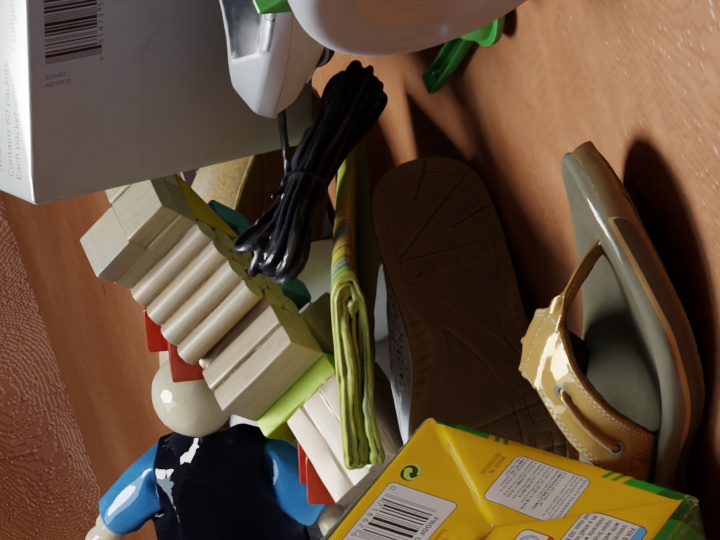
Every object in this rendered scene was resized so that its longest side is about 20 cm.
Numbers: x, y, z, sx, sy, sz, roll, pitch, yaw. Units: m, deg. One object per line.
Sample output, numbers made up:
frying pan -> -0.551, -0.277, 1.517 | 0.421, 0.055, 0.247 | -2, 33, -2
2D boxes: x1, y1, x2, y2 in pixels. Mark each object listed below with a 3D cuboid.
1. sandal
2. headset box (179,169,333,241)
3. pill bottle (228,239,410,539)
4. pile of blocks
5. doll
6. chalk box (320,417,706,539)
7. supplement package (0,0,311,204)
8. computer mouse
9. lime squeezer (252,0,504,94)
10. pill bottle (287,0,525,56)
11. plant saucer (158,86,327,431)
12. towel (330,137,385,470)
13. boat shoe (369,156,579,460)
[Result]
sandal -> 0.086, 0.045, 0.900 | 0.080, 0.054, 0.201 | -120, 18, -44
headset box -> -0.091, -0.089, 1.414 | 0.149, 0.077, 0.201 | 137, 114, -76
pill bottle -> -0.005, 0.092, 1.212 | 0.113, 0.113, 0.201 | -124, 22, -51
pile of blocks -> -0.050, 0.032, 1.087 | 0.200, 0.062, 0.082 | 48, -161, 4
doll -> -0.065, 0.128, 1.159 | 0.049, 0.136, 0.201 | -66, -30, -55
chalk box -> 0.062, 0.178, 0.907 | 0.123, 0.124, 0.201 | 14, 137, 38
supplement package -> -0.139, -0.135, 1.056 | 0.199, 0.150, 0.153 | 21, 118, 45
computer mouse -> -0.023, -0.098, 0.963 | 0.044, 0.110, 0.201 | 15, 138, 21
lime squeezer -> 0.028, -0.098, 0.944 | 0.038, 0.071, 0.200 | 52, -168, 15
pill bottle -> -0.006, -0.185, 0.853 | 0.112, 0.112, 0.201 | 99, 150, -63
plant saucer -> -0.062, 0.002, 1.241 | 0.200, 0.035, 0.201 | 12, -90, -78
towel -> 0.000, 0.000, 1.055 | 0.200, 0.018, 0.087 | -88, -4, -64
boat shoe -> 0.049, 0.053, 1.043 | 0.069, 0.070, 0.201 | 88, 173, -66
